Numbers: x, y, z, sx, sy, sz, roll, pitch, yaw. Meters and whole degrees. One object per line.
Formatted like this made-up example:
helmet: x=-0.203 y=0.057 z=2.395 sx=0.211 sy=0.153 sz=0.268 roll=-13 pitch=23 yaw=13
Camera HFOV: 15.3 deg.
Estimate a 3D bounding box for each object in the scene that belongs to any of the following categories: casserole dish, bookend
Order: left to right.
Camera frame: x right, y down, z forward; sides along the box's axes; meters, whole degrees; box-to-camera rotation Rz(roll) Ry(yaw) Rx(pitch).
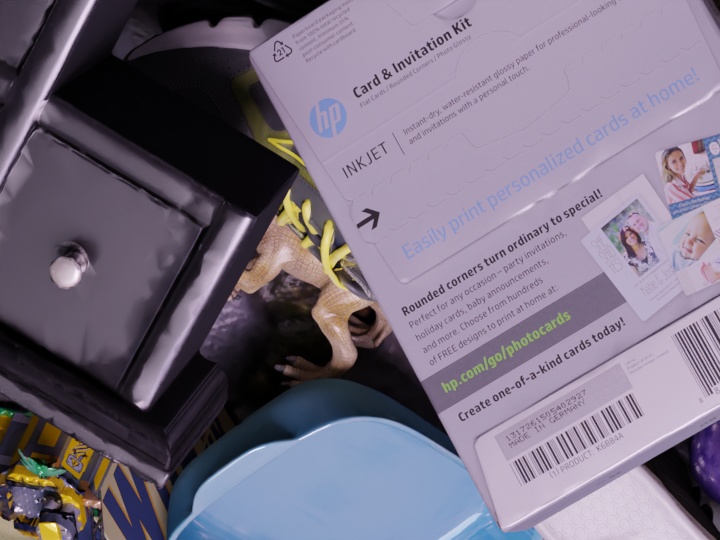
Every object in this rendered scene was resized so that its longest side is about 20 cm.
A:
bookend: x=-0.099 y=-0.066 z=0.928 sx=0.200 sy=0.092 sz=0.199 roll=31 pitch=109 yaw=1
casserole dish: x=-0.005 y=0.105 z=1.156 sx=0.121 sy=0.039 sz=0.200 roll=-37 pitch=142 yaw=16

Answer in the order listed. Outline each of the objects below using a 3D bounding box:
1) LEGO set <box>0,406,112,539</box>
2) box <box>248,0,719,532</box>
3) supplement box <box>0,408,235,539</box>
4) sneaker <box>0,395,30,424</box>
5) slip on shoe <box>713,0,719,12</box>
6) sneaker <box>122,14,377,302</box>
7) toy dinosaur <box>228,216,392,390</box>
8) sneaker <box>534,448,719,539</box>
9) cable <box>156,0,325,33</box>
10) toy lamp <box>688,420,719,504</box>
LEGO set: x=-0.166 y=0.139 z=1.026 sx=0.153 sy=0.116 sz=0.200 roll=16 pitch=137 yaw=5
box: x=0.072 y=-0.031 z=0.952 sx=0.156 sy=0.041 sz=0.201 roll=-32 pitch=78 yaw=13
supplement box: x=-0.165 y=0.113 z=1.184 sx=0.199 sy=0.135 sz=0.200 roll=-14 pitch=124 yaw=23
sneaker: x=-0.202 y=-0.018 z=1.038 sx=0.115 sy=0.201 sz=0.076 roll=-9 pitch=152 yaw=-41
slip on shoe: x=0.148 y=-0.059 z=1.015 sx=0.060 sy=0.076 sz=0.200 roll=-10 pitch=133 yaw=13
sneaker: x=-0.007 y=-0.036 z=1.026 sx=0.199 sy=0.085 sz=0.075 roll=14 pitch=155 yaw=8
toy dinosaur: x=0.000 y=0.000 z=1.105 sx=0.199 sy=0.058 sz=0.101 roll=21 pitch=129 yaw=-4
sneaker: x=0.144 y=0.137 z=1.136 sx=0.071 sy=0.099 sz=0.200 roll=-40 pitch=88 yaw=13
cable: x=0.023 y=-0.093 z=1.050 sx=0.199 sy=0.050 sz=0.097 roll=6 pitch=148 yaw=24
toy lamp: x=0.154 y=0.045 z=1.045 sx=0.058 sy=0.058 sz=0.200 roll=4 pitch=159 yaw=10
